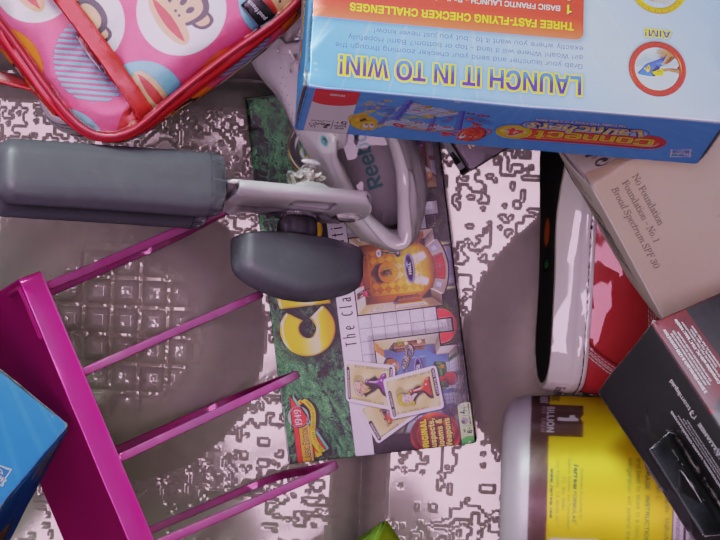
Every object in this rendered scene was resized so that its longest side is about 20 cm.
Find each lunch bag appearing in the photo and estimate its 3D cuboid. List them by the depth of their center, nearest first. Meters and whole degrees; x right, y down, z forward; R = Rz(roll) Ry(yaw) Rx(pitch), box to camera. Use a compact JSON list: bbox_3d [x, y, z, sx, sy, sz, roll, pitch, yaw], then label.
[{"bbox_3d":[-0.136,-0.166,1.353,0.176,0.082,0.200,-37,91,3],"label":"lunch bag"}]

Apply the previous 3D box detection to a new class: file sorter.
[{"bbox_3d":[-0.098,0.083,1.434,0.125,0.139,0.201,-23,91,-20],"label":"file sorter"}]

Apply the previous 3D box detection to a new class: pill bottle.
[{"bbox_3d":[0.172,0.122,1.441,0.199,0.109,0.110,2,93,4],"label":"pill bottle"}]

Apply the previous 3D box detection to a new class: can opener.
[{"bbox_3d":[-0.086,-0.029,1.357,0.199,0.053,0.067,8,73,-19],"label":"can opener"}]

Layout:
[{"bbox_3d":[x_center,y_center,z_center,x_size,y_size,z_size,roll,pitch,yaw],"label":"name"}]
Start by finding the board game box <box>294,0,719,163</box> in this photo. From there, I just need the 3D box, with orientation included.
[{"bbox_3d":[0.072,-0.159,1.305,0.199,0.056,0.197,5,72,-6],"label":"board game box"}]

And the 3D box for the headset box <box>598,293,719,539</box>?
[{"bbox_3d":[0.227,0.076,1.359,0.199,0.077,0.149,-21,68,-30],"label":"headset box"}]

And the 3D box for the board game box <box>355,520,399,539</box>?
[{"bbox_3d":[-0.021,0.189,1.413,0.101,0.200,0.048,-35,90,5],"label":"board game box"}]

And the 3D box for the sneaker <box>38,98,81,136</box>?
[{"bbox_3d":[-0.103,-0.157,1.444,0.072,0.114,0.201,29,94,3],"label":"sneaker"}]

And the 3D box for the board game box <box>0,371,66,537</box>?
[{"bbox_3d":[-0.258,0.069,1.419,0.196,0.200,0.056,38,63,2],"label":"board game box"}]

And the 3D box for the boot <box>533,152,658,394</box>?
[{"bbox_3d":[0.169,-0.033,1.460,0.143,0.072,0.201,2,90,-7],"label":"boot"}]

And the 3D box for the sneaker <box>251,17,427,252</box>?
[{"bbox_3d":[-0.016,-0.100,1.411,0.075,0.089,0.201,-29,105,4],"label":"sneaker"}]

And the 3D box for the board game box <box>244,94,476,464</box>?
[{"bbox_3d":[0.000,0.000,1.491,0.104,0.023,0.201,-7,93,6],"label":"board game box"}]

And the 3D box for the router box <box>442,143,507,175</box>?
[{"bbox_3d":[0.096,-0.167,1.393,0.199,0.052,0.158,-32,91,-2],"label":"router box"}]

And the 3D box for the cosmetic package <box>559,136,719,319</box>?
[{"bbox_3d":[0.206,-0.071,1.371,0.199,0.073,0.104,-33,119,1],"label":"cosmetic package"}]
